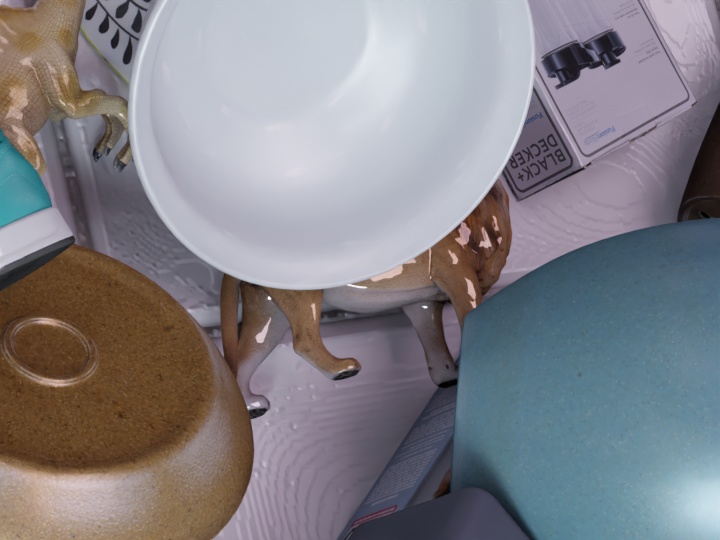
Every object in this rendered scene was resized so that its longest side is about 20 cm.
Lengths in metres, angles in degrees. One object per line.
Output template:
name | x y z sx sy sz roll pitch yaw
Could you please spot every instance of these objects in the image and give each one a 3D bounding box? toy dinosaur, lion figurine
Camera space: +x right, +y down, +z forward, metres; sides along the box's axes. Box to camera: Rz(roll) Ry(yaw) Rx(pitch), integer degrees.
toy dinosaur | -0.147 -0.089 0.886 0.101 0.058 0.201 44 60 -25
lion figurine | 0.000 0.000 0.961 0.199 0.072 0.123 -4 68 -32

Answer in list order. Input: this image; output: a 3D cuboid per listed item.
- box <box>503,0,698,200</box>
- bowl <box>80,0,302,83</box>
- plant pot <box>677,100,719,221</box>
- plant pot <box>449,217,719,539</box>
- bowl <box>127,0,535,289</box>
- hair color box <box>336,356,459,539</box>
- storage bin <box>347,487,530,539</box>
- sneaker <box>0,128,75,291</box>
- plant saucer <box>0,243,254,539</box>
box | 0.097 -0.154 1.093 0.116 0.060 0.201 -30 91 -39
bowl | -0.052 -0.180 0.974 0.200 0.094 0.202 13 66 -32
plant pot | 0.286 -0.073 1.140 0.187 0.187 0.200 48 67 -11
plant pot | 0.111 0.071 0.880 0.134 0.200 0.201 4 66 4
bowl | -0.025 -0.100 0.898 0.200 0.090 0.202 -11 121 -19
hair color box | 0.074 0.107 0.979 0.099 0.061 0.200 46 54 -12
storage bin | 0.055 0.193 0.804 0.200 0.145 0.135 49 41 -20
sneaker | -0.214 -0.027 0.724 0.200 0.083 0.121 -26 87 -43
plant saucer | -0.136 0.045 0.806 0.199 0.036 0.201 15 38 -12
